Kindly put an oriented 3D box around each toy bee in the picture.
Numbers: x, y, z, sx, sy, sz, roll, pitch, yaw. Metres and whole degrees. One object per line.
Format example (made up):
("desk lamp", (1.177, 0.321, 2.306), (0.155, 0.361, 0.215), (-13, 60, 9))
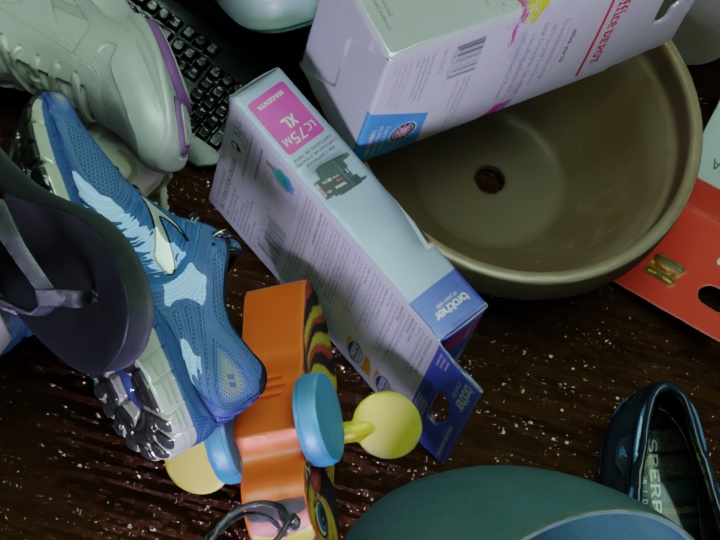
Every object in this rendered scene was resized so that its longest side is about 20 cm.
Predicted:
("toy bee", (-0.043, 0.106, 1.333), (0.130, 0.109, 0.200), (4, 43, 30))

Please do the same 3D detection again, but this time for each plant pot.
("plant pot", (0.057, 0.176, 1.280), (0.199, 0.201, 0.135), (-28, 36, -21))
("plant pot", (0.079, -0.066, 1.428), (0.199, 0.093, 0.202), (4, 64, -9))

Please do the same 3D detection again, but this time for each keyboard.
("keyboard", (-0.133, -0.151, 1.455), (0.199, 0.040, 0.104), (36, 65, 5))

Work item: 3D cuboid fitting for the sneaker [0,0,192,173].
("sneaker", (-0.155, -0.110, 1.379), (0.099, 0.075, 0.200), (-28, 52, -12))

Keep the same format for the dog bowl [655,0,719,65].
("dog bowl", (0.159, -0.214, 1.450), (0.200, 0.200, 0.079), (43, 68, 9))

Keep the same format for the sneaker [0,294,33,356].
("sneaker", (-0.250, -0.024, 1.355), (0.200, 0.078, 0.090), (38, 68, 7))

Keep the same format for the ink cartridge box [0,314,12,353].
("ink cartridge box", (-0.247, 0.083, 1.226), (0.045, 0.176, 0.201), (35, 80, 6))

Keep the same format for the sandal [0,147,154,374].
("sandal", (-0.172, -0.012, 1.265), (0.043, 0.077, 0.200), (-16, 41, -42))

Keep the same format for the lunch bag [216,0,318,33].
("lunch bag", (-0.032, -0.213, 1.431), (0.159, 0.078, 0.200), (-17, 35, -11))

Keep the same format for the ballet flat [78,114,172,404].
("ballet flat", (-0.119, -0.021, 1.383), (0.071, 0.072, 0.201), (-9, 70, -15))

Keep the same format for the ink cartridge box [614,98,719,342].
("ink cartridge box", (0.255, -0.039, 1.453), (0.159, 0.047, 0.200), (30, 62, 22))

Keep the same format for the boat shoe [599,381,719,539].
("boat shoe", (0.158, 0.155, 1.356), (0.083, 0.069, 0.201), (-9, 68, -14))

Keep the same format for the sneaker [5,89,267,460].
("sneaker", (-0.113, -0.004, 1.311), (0.089, 0.079, 0.201), (-21, 74, -31))

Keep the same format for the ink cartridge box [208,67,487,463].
("ink cartridge box", (0.000, 0.000, 1.367), (0.042, 0.119, 0.200), (-34, 76, -21))

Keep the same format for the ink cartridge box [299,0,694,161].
("ink cartridge box", (0.077, -0.138, 1.345), (0.199, 0.115, 0.068), (-21, 71, -19))
